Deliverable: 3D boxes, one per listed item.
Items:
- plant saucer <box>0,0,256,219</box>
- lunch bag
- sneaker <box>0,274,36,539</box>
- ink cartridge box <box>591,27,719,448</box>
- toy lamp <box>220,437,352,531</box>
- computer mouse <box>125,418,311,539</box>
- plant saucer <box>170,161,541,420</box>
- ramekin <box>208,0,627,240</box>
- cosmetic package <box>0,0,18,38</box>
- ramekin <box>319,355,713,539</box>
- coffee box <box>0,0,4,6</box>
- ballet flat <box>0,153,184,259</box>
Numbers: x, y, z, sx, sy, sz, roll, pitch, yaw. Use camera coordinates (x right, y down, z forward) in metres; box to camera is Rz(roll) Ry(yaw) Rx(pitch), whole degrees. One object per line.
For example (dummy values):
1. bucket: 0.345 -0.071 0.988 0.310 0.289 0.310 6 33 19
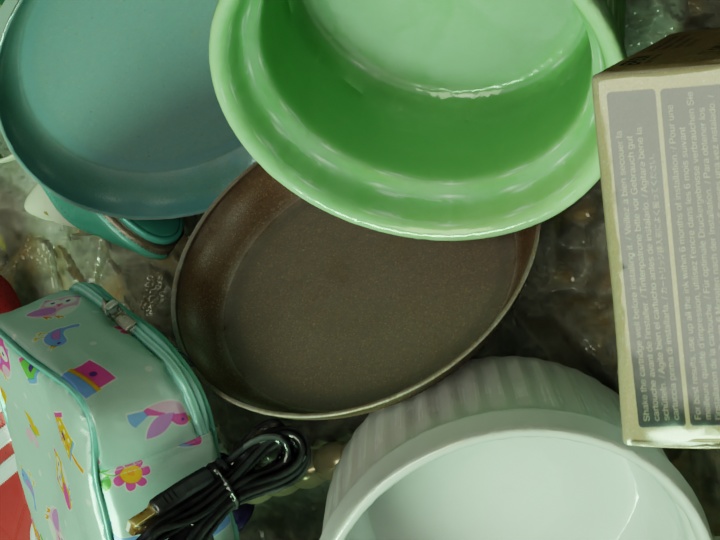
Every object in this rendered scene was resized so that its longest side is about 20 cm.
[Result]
1. plant saucer: -0.094 -0.113 1.123 0.200 0.200 0.027 -56 39 25
2. lunch bag: -0.128 0.107 1.129 0.160 0.077 0.200 35 139 55
3. sneaker: -0.179 0.094 1.258 0.112 0.071 0.200 4 111 30
4. ink cartridge box: 0.165 -0.022 0.984 0.075 0.200 0.165 -3 99 18
5. toy lamp: -0.002 0.102 1.182 0.200 0.058 0.058 -18 93 31
6. computer mouse: -0.053 0.181 1.077 0.044 0.110 0.200 20 133 42
7. plant saucer: 0.000 0.000 1.106 0.200 0.200 0.032 2 144 26
8. ramekin: 0.035 -0.119 1.040 0.200 0.098 0.200 8 136 8
9. cosmetic package: -0.276 -0.145 1.225 0.200 0.052 0.151 45 121 36
10. ramekin: 0.073 0.138 1.086 0.200 0.105 0.201 -1 117 -3
11. coffee box: -0.264 -0.174 1.147 0.123 0.044 0.200 -48 57 32
12. ballet flat: -0.174 -0.072 1.223 0.070 0.067 0.200 -45 75 33
